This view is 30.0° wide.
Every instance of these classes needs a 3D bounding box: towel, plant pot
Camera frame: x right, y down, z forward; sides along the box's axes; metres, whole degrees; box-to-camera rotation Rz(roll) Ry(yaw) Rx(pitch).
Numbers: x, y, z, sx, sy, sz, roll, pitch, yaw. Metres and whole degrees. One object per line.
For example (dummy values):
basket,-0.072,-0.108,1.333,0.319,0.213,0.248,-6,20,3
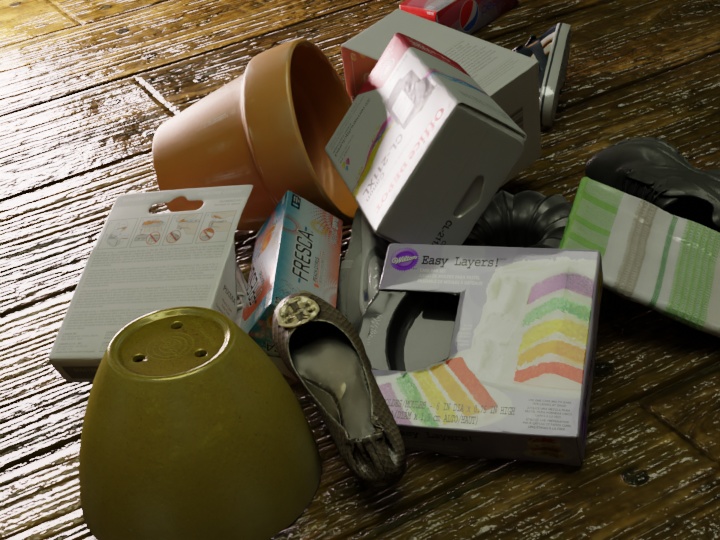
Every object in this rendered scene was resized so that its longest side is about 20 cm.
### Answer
towel,0.282,-0.011,1.225,0.200,0.031,0.149,23,37,3
plant pot,-0.112,-0.122,1.429,0.183,0.200,0.200,-16,28,19
plant pot,-0.139,0.114,1.076,0.200,0.142,0.200,-5,31,3

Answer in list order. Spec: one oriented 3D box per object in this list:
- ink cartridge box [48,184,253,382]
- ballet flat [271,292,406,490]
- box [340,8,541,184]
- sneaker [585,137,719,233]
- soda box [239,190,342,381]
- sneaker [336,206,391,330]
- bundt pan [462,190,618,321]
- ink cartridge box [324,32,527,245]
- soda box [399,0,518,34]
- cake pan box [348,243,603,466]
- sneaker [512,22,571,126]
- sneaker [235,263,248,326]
ink cartridge box,-0.187,0.012,1.264,0.160,0.047,0.200,-3,51,24
ballet flat,-0.020,0.089,1.087,0.067,0.046,0.200,-27,55,-2
box,0.087,-0.184,1.453,0.200,0.125,0.097,28,52,36
sneaker,0.305,-0.079,1.352,0.200,0.076,0.091,20,35,40
soda box,-0.064,0.011,1.254,0.068,0.064,0.200,29,29,-16
sneaker,0.000,0.000,1.289,0.082,0.075,0.200,-33,25,23
bundt pan,0.148,-0.014,1.287,0.202,0.076,0.202,-5,31,3
ink cartridge box,0.057,-0.119,1.271,0.083,0.146,0.200,25,17,-26
soda box,0.142,-0.374,1.886,0.070,0.063,0.200,17,40,35
cake pan box,0.098,0.065,1.131,0.200,0.052,0.184,3,55,18
sneaker,0.213,-0.248,1.650,0.079,0.079,0.200,8,36,13
sneaker,-0.140,0.018,1.287,0.075,0.087,0.200,-18,34,-20
